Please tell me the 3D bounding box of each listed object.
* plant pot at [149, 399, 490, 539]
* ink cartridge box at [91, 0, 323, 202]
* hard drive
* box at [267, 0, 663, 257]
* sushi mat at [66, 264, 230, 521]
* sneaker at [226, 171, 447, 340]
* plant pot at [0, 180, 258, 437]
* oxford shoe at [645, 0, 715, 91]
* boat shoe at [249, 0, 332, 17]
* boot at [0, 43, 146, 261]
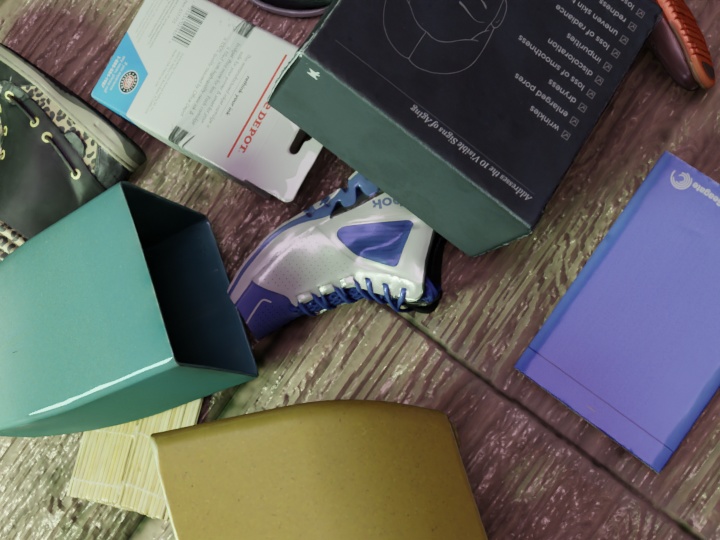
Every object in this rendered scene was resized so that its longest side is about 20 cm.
[{"bbox_3d":[-0.014,0.189,0.839,0.198,0.194,0.198,-18,76,-3],"label":"plant pot"},{"bbox_3d":[-0.103,-0.139,0.976,0.199,0.068,0.117,30,87,16],"label":"ink cartridge box"},{"bbox_3d":[0.225,0.029,0.892,0.131,0.025,0.201,35,89,17],"label":"hard drive"},{"bbox_3d":[0.073,-0.153,0.857,0.199,0.124,0.198,36,73,-8],"label":"box"},{"bbox_3d":[-0.172,0.096,0.976,0.094,0.012,0.203,12,82,16],"label":"sushi mat"},{"bbox_3d":[0.001,0.000,0.920,0.199,0.081,0.116,-39,72,2],"label":"sneaker"},{"bbox_3d":[-0.210,0.049,0.922,0.198,0.141,0.143,-25,74,16],"label":"plant pot"},{"bbox_3d":[0.202,-0.209,0.929,0.073,0.071,0.201,-39,68,24],"label":"oxford shoe"},{"bbox_3d":[-0.010,-0.255,0.980,0.197,0.060,0.077,-5,78,12],"label":"boat shoe"},{"bbox_3d":[-0.296,-0.096,1.013,0.199,0.073,0.151,35,89,11],"label":"boot"}]
